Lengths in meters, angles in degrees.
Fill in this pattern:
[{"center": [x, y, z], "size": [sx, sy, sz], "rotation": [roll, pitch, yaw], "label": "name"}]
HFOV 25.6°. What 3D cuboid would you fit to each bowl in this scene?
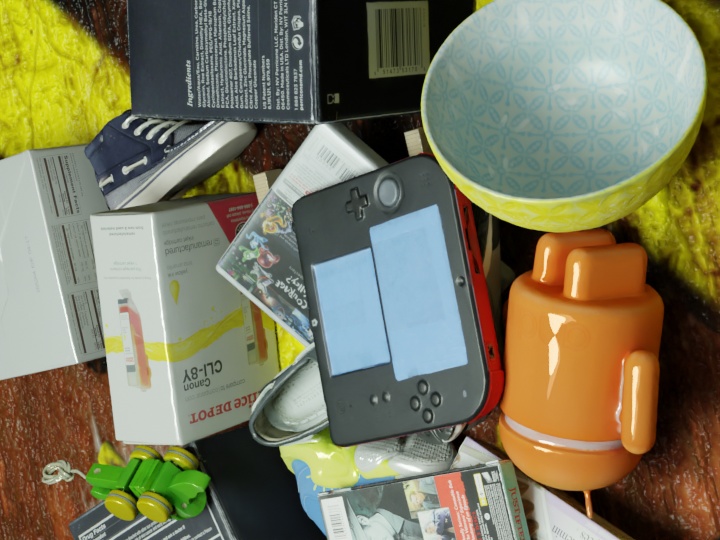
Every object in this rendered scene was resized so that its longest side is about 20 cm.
[{"center": [0.150, -0.098, 1.131], "size": [0.199, 0.200, 0.108], "rotation": [30, 159, 31], "label": "bowl"}]

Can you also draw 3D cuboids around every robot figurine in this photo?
[{"center": [0.160, 0.073, 1.167], "size": [0.142, 0.116, 0.203], "rotation": [10, 107, 22], "label": "robot figurine"}]

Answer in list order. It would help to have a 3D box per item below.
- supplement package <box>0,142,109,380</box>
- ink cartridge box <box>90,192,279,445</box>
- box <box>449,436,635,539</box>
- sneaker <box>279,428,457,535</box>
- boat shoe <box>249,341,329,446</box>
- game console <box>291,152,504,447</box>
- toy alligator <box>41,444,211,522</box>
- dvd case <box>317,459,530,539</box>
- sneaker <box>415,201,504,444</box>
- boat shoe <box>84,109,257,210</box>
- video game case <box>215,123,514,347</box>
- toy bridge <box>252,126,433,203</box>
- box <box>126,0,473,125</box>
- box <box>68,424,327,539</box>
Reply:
[{"center": [-0.305, -0.008, 1.538], "size": [0.155, 0.110, 0.203], "rotation": [-12, 90, 40], "label": "supplement package"}, {"center": [-0.150, 0.040, 1.398], "size": [0.083, 0.144, 0.203], "rotation": [0, 99, 37], "label": "ink cartridge box"}, {"center": [0.150, 0.191, 1.200], "size": [0.199, 0.041, 0.039], "rotation": [32, 98, 40], "label": "box"}, {"center": [0.014, 0.184, 1.343], "size": [0.199, 0.075, 0.106], "rotation": [6, 111, 50], "label": "sneaker"}, {"center": [-0.014, 0.086, 1.299], "size": [0.076, 0.060, 0.200], "rotation": [46, 123, -2], "label": "boat shoe"}, {"center": [0.023, 0.024, 1.207], "size": [0.176, 0.031, 0.203], "rotation": [-16, 81, 39], "label": "game console"}, {"center": [-0.194, 0.190, 1.370], "size": [0.198, 0.060, 0.054], "rotation": [-4, 135, 39], "label": "toy alligator"}, {"center": [0.055, 0.232, 1.240], "size": [0.199, 0.022, 0.148], "rotation": [-17, 84, 41], "label": "dvd case"}, {"center": [0.079, 0.030, 1.232], "size": [0.073, 0.079, 0.203], "rotation": [16, 106, 39], "label": "sneaker"}, {"center": [-0.179, -0.116, 1.435], "size": [0.199, 0.074, 0.093], "rotation": [-32, 85, 39], "label": "boat shoe"}, {"center": [0.000, 0.000, 1.301], "size": [0.199, 0.023, 0.182], "rotation": [40, 123, 1], "label": "video game case"}, {"center": [-0.011, -0.068, 1.337], "size": [0.198, 0.027, 0.068], "rotation": [-13, 92, 41], "label": "toy bridge"}, {"center": [-0.046, -0.179, 1.233], "size": [0.198, 0.196, 0.119], "rotation": [5, 101, 39], "label": "box"}, {"center": [-0.133, 0.270, 1.441], "size": [0.199, 0.123, 0.200], "rotation": [-34, 77, 36], "label": "box"}]
